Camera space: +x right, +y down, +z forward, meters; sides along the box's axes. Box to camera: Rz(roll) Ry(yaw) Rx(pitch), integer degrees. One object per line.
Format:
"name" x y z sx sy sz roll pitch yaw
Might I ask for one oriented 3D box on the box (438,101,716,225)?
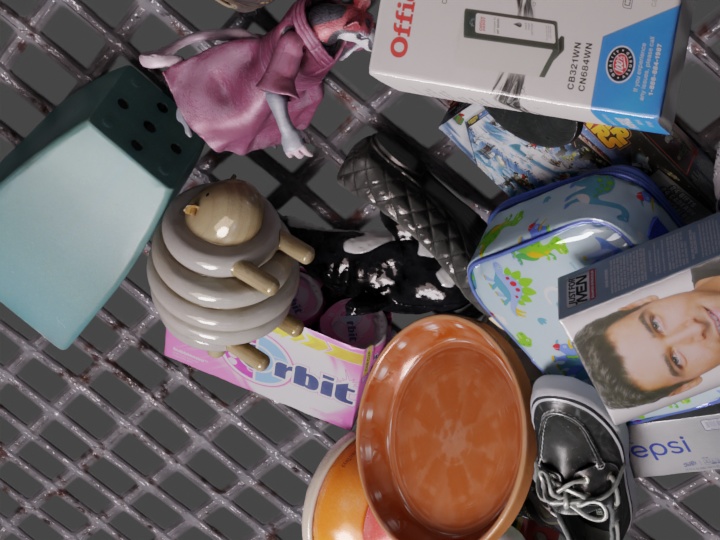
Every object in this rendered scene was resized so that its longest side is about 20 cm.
"box" 0.174 -0.080 1.361 0.200 0.040 0.137 43 138 -15

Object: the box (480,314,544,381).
"box" 0.165 0.074 1.523 0.143 0.036 0.201 27 140 3

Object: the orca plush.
"orca plush" 0.000 0.000 1.516 0.198 0.071 0.106 26 139 5

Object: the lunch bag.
"lunch bag" 0.192 0.022 1.360 0.160 0.083 0.200 -22 120 43

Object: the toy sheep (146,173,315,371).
"toy sheep" -0.110 0.005 1.484 0.137 0.138 0.201 21 133 9

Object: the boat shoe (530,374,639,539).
"boat shoe" 0.169 0.161 1.415 0.073 0.068 0.200 8 143 21

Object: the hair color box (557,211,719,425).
"hair color box" 0.245 0.021 1.253 0.198 0.061 0.099 -23 116 19

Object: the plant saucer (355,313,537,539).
"plant saucer" 0.073 0.138 1.508 0.032 0.202 0.199 7 157 -41

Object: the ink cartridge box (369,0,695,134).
"ink cartridge box" 0.117 -0.180 1.200 0.198 0.084 0.148 10 92 16

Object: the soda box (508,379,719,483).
"soda box" 0.222 0.120 1.461 0.198 0.069 0.064 -11 130 35

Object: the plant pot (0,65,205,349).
"plant pot" -0.226 -0.065 1.535 0.141 0.142 0.200 40 130 -12

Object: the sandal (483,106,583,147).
"sandal" 0.080 -0.163 1.285 0.201 0.048 0.075 53 136 0

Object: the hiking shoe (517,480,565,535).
"hiking shoe" 0.141 0.185 1.630 0.199 0.076 0.101 35 148 8

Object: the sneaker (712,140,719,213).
"sneaker" 0.328 -0.031 1.299 0.114 0.076 0.201 -5 133 31

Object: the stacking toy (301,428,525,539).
"stacking toy" 0.060 0.228 1.591 0.199 0.146 0.147 15 140 39

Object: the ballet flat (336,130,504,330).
"ballet flat" 0.063 -0.025 1.436 0.200 0.066 0.057 48 119 9

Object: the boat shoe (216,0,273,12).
"boat shoe" -0.142 -0.256 1.341 0.199 0.075 0.073 38 138 -8

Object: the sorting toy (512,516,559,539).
"sorting toy" 0.179 0.308 1.634 0.199 0.199 0.070 35 123 -6

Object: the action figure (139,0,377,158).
"action figure" -0.049 -0.165 1.369 0.149 0.134 0.200 53 140 1

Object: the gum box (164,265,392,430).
"gum box" -0.071 0.054 1.613 0.198 0.066 0.114 21 140 10
